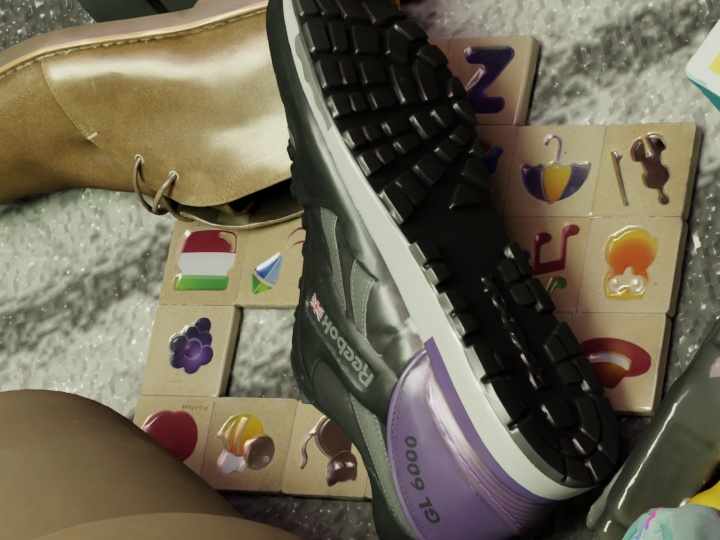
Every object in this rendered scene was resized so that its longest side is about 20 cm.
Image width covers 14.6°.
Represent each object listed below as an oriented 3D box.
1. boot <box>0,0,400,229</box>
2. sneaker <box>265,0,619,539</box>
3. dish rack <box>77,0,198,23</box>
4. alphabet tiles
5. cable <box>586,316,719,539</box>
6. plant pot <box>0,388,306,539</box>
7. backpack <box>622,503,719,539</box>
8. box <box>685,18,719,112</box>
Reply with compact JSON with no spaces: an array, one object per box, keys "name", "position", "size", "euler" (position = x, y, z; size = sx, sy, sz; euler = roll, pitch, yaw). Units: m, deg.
[{"name":"boot","position":[-0.075,-0.046,0.986],"size":[0.199,0.074,0.076],"euler":[-18,72,21]},{"name":"sneaker","position":[0.000,0.000,0.903],"size":[0.087,0.076,0.201],"euler":[-37,65,33]},{"name":"dish rack","position":[-0.039,-0.188,1.040],"size":[0.153,0.055,0.201],"euler":[-12,62,25]},{"name":"alphabet tiles","position":[0.017,-0.002,0.956],"size":[0.199,0.008,0.168],"euler":[1,70,30]},{"name":"cable","position":[0.123,0.031,0.833],"size":[0.050,0.097,0.201],"euler":[32,95,-1]},{"name":"plant pot","position":[-0.088,0.128,0.870],"size":[0.200,0.200,0.175],"euler":[-43,36,8]},{"name":"backpack","position":[0.087,0.165,0.728],"size":[0.201,0.126,0.167],"euler":[-62,11,-2]},{"name":"box","position":[0.195,-0.115,0.874],"size":[0.082,0.049,0.200],"euler":[37,90,35]}]
